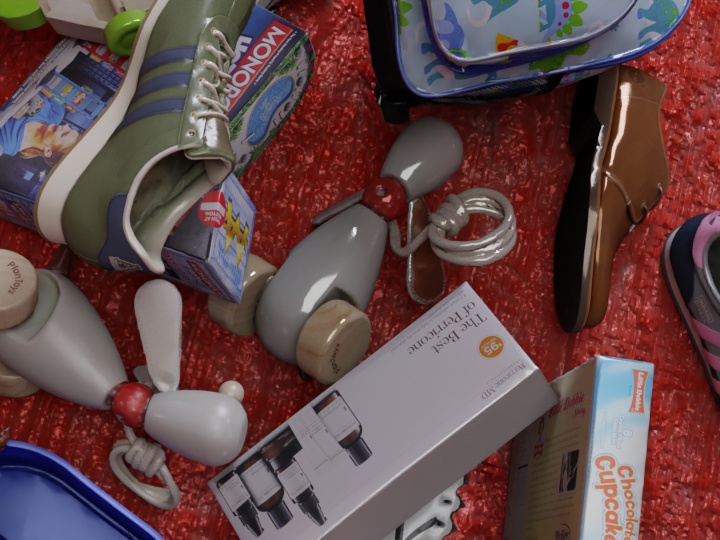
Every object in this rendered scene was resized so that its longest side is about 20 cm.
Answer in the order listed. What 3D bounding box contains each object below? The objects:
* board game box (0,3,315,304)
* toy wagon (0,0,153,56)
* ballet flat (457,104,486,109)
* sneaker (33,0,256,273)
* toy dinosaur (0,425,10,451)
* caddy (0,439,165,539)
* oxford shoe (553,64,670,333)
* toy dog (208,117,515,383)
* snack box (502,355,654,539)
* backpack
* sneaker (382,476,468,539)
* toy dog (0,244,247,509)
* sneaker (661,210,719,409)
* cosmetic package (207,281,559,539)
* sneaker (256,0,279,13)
[{"bbox_3d":[-0.120,-0.079,0.917,0.199,0.062,0.200,34,78,28],"label":"board game box"},{"bbox_3d":[-0.160,-0.206,0.928,0.199,0.040,0.156,-29,65,2],"label":"toy wagon"},{"bbox_3d":[0.141,-0.169,1.014,0.199,0.072,0.068,-31,68,0],"label":"ballet flat"},{"bbox_3d":[-0.098,-0.085,0.838,0.090,0.067,0.201,28,83,31],"label":"sneaker"},{"bbox_3d":[-0.333,0.051,0.880,0.200,0.181,0.105,38,92,-33],"label":"toy dinosaur"},{"bbox_3d":[-0.193,0.192,0.873,0.199,0.105,0.142,37,74,0],"label":"caddy"},{"bbox_3d":[0.176,-0.050,1.005,0.071,0.071,0.202,15,75,-9],"label":"oxford shoe"},{"bbox_3d":[0.000,0.000,0.952,0.199,0.097,0.132,-30,59,-11],"label":"toy dog"},{"bbox_3d":[0.127,0.125,0.890,0.037,0.200,0.117,9,77,-5],"label":"snack box"},{"bbox_3d":[0.103,-0.198,0.899,0.198,0.147,0.185,-11,96,-11],"label":"backpack"},{"bbox_3d":[0.008,0.170,0.929,0.090,0.066,0.201,20,80,-6],"label":"sneaker"},{"bbox_3d":[-0.153,0.045,0.910,0.199,0.132,0.097,36,54,-5],"label":"toy dog"},{"bbox_3d":[0.271,0.052,0.990,0.070,0.082,0.201,-28,84,-14],"label":"sneaker"},{"bbox_3d":[0.012,0.102,0.874,0.200,0.051,0.083,-38,54,-1],"label":"cosmetic package"},{"bbox_3d":[-0.059,-0.218,1.004,0.199,0.079,0.079,-36,79,10],"label":"sneaker"}]
